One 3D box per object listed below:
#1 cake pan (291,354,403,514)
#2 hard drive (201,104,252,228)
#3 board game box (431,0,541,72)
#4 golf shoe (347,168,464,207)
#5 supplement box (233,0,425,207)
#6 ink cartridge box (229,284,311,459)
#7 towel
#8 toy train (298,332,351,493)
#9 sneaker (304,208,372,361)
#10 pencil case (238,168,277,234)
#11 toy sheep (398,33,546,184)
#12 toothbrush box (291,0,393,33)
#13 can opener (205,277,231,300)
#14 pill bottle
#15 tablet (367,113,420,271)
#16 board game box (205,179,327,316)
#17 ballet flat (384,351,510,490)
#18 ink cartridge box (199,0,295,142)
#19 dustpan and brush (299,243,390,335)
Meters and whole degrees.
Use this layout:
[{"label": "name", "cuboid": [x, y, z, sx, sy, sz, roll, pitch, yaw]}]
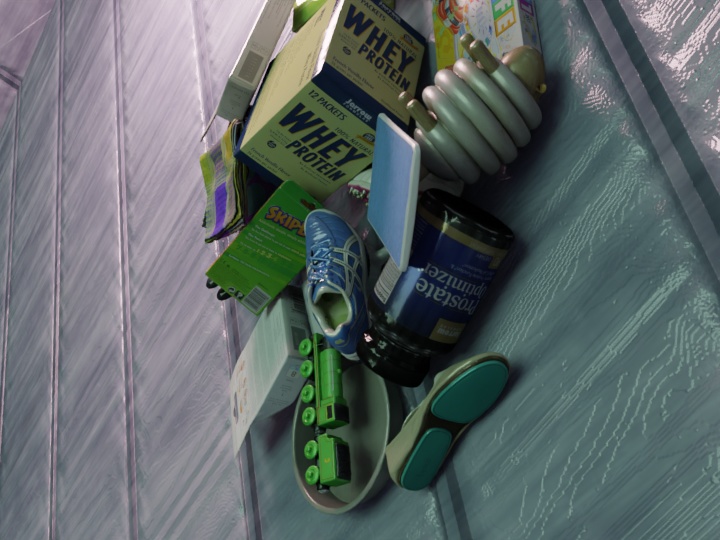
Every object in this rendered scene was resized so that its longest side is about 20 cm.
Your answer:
[{"label": "cake pan", "cuboid": [-0.016, 0.198, 1.063, 0.199, 0.036, 0.202, -24, 59, 47]}, {"label": "hard drive", "cuboid": [-0.199, -0.161, 1.377, 0.140, 0.037, 0.202, -39, -35, -85]}, {"label": "board game box", "cuboid": [0.146, -0.298, 1.032, 0.134, 0.034, 0.202, -29, 55, 44]}, {"label": "golf shoe", "cuboid": [0.061, -0.112, 1.061, 0.199, 0.075, 0.092, 12, 72, 52]}, {"label": "supplement box", "cuboid": [-0.038, -0.228, 1.123, 0.199, 0.134, 0.201, -34, 33, 43]}, {"label": "ink cartridge box", "cuboid": [-0.128, 0.144, 1.208, 0.201, 0.047, 0.161, -62, 25, 28]}, {"label": "towel", "cuboid": [-0.195, -0.121, 1.216, 0.200, 0.023, 0.145, 164, 104, -65]}, {"label": "toy train", "cuboid": [-0.041, 0.166, 1.045, 0.056, 0.042, 0.202, -25, 58, 35]}, {"label": "sneaker", "cuboid": [-0.029, 0.008, 1.043, 0.075, 0.077, 0.202, -27, 64, 18]}, {"label": "pencil case", "cuboid": [-0.140, -0.109, 1.305, 0.092, 0.085, 0.202, -1, 76, 40]}, {"label": "toy sheep", "cuboid": [0.118, -0.164, 0.929, 0.200, 0.138, 0.138, -40, 45, 12]}, {"label": "toothbrush box", "cuboid": [-0.025, -0.455, 1.278, 0.145, 0.086, 0.202, -19, 61, 48]}, {"label": "can opener", "cuboid": [-0.132, -0.023, 1.222, 0.199, 0.064, 0.079, -27, 28, 5]}, {"label": "pill bottle", "cuboid": [0.075, 0.022, 0.944, 0.112, 0.111, 0.201, 46, 115, 50]}, {"label": "tablet", "cuboid": [0.035, -0.091, 0.932, 0.200, 0.013, 0.132, -117, 31, -68]}, {"label": "board game box", "cuboid": [-0.116, -0.031, 1.156, 0.200, 0.095, 0.030, -44, 13, 31]}, {"label": "ballet flat", "cuboid": [0.087, 0.149, 0.925, 0.201, 0.069, 0.070, -56, 40, 23]}, {"label": "ink cartridge box", "cuboid": [-0.166, -0.300, 1.281, 0.176, 0.044, 0.201, -46, 22, 58]}, {"label": "dustpan and brush", "cuboid": [0.000, 0.000, 1.113, 0.200, 0.057, 0.141, -50, 44, 40]}]
